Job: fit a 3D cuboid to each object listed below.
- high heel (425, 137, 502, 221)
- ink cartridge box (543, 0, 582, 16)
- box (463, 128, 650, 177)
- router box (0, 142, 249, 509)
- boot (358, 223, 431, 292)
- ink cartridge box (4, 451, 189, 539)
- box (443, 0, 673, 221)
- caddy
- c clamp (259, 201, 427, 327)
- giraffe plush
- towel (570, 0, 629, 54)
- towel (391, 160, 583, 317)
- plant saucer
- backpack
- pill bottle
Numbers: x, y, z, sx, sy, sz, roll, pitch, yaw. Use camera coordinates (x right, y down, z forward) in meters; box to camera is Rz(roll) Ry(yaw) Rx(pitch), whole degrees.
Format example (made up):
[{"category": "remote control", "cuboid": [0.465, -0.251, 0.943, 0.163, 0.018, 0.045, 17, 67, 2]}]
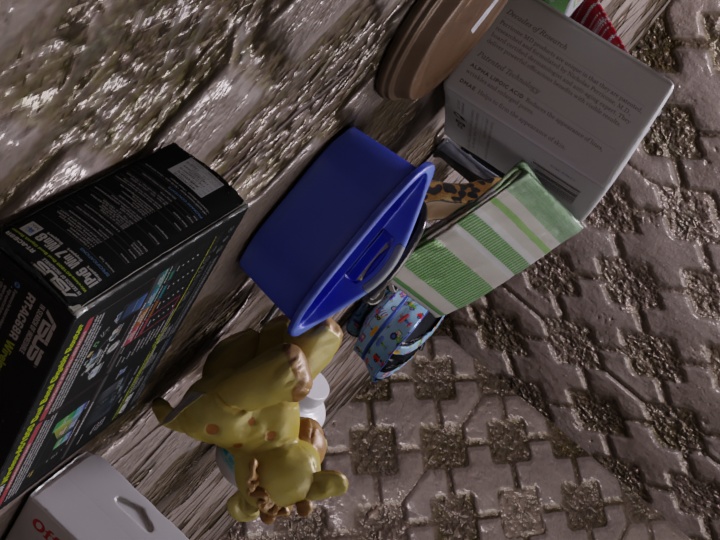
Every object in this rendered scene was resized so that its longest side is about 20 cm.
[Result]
[{"category": "high heel", "cuboid": [0.107, -0.062, 1.413, 0.200, 0.143, 0.071, -48, 173, -13]}, {"category": "ink cartridge box", "cuboid": [0.224, -0.324, 1.130, 0.104, 0.059, 0.200, -49, 173, -6]}, {"category": "box", "cuboid": [0.282, -0.189, 1.605, 0.104, 0.200, 0.182, -43, 170, -47]}, {"category": "router box", "cuboid": [-0.162, 0.037, 0.614, 0.200, 0.062, 0.150, -55, 172, 36]}, {"category": "boot", "cuboid": [0.000, 0.000, 1.265, 0.200, 0.096, 0.074, -54, 171, 30]}, {"category": "ink cartridge box", "cuboid": [-0.253, 0.285, 0.984, 0.086, 0.146, 0.200, -36, 164, -54]}, {"category": "box", "cuboid": [0.203, -0.172, 1.175, 0.131, 0.200, 0.199, -55, 172, -4]}, {"category": "caddy", "cuboid": [-0.014, -0.031, 0.986, 0.200, 0.105, 0.141, -50, 172, 3]}, {"category": "c clamp", "cuboid": [-0.010, -0.007, 1.111, 0.200, 0.027, 0.171, 1, -122, 58]}, {"category": "giraffe plush", "cuboid": [-0.087, 0.156, 1.064, 0.200, 0.162, 0.172, -39, -162, -36]}, {"category": "towel", "cuboid": [0.275, -0.257, 1.288, 0.022, 0.200, 0.145, -25, 168, -11]}, {"category": "towel", "cuboid": [0.132, -0.028, 1.217, 0.200, 0.023, 0.153, -35, 139, 16]}, {"category": "plant saucer", "cuboid": [0.087, -0.223, 0.941, 0.200, 0.029, 0.200, -50, 173, -9]}, {"category": "backpack", "cuboid": [0.057, 0.093, 1.916, 0.200, 0.135, 0.183, -42, 169, -51]}, {"category": "pill bottle", "cuboid": [-0.124, 0.228, 1.608, 0.200, 0.111, 0.111, -55, 171, 29]}]
